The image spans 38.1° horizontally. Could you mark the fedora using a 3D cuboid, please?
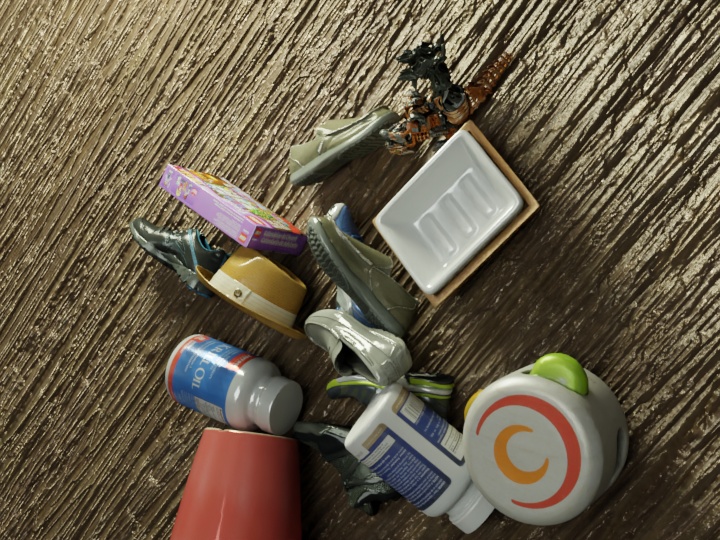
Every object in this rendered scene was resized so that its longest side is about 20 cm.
[{"bbox_3d":[-0.143,0.023,1.514,0.200,0.200,0.082,31,89,30],"label":"fedora"}]

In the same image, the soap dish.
[{"bbox_3d":[0.131,-0.074,1.404,0.200,0.081,0.158,-45,66,21],"label":"soap dish"}]

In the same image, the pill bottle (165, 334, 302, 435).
[{"bbox_3d":[-0.187,0.175,1.565,0.198,0.112,0.114,16,95,31],"label":"pill bottle"}]

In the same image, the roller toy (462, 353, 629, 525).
[{"bbox_3d":[0.229,0.209,1.287,0.199,0.139,0.184,-32,79,31],"label":"roller toy"}]

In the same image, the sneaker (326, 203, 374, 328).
[{"bbox_3d":[0.000,0.000,1.492,0.076,0.076,0.202,-15,88,23],"label":"sneaker"}]

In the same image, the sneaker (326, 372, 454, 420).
[{"bbox_3d":[0.037,0.182,1.451,0.198,0.074,0.082,0,89,33],"label":"sneaker"}]

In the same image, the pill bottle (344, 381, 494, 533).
[{"bbox_3d":[0.086,0.247,1.360,0.199,0.111,0.111,39,108,-1],"label":"pill bottle"}]

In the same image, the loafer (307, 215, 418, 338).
[{"bbox_3d":[0.004,0.000,1.414,0.070,0.075,0.201,-41,97,-17],"label":"loafer"}]

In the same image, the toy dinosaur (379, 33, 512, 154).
[{"bbox_3d":[0.110,-0.241,1.429,0.199,0.136,0.102,-39,24,-6],"label":"toy dinosaur"}]

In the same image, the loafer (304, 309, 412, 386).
[{"bbox_3d":[-0.016,0.104,1.404,0.199,0.070,0.070,16,139,49],"label":"loafer"}]

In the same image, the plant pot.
[{"bbox_3d":[-0.168,0.325,1.507,0.198,0.200,0.180,1,77,32],"label":"plant pot"}]

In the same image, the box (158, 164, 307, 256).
[{"bbox_3d":[-0.190,-0.091,1.572,0.199,0.136,0.039,34,103,28],"label":"box"}]

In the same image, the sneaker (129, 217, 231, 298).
[{"bbox_3d":[-0.289,-0.037,1.679,0.199,0.073,0.082,35,88,23],"label":"sneaker"}]

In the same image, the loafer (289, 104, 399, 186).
[{"bbox_3d":[-0.033,-0.193,1.518,0.199,0.075,0.070,-27,77,27],"label":"loafer"}]

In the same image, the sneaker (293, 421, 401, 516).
[{"bbox_3d":[-0.019,0.277,1.473,0.197,0.076,0.116,13,87,26],"label":"sneaker"}]
